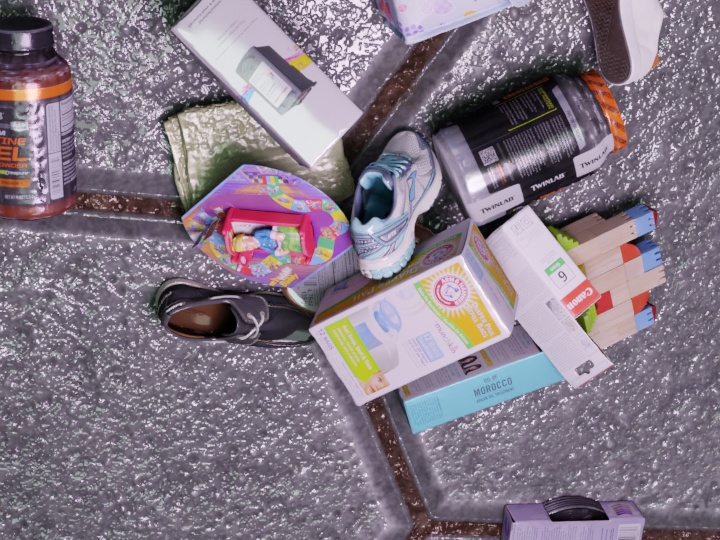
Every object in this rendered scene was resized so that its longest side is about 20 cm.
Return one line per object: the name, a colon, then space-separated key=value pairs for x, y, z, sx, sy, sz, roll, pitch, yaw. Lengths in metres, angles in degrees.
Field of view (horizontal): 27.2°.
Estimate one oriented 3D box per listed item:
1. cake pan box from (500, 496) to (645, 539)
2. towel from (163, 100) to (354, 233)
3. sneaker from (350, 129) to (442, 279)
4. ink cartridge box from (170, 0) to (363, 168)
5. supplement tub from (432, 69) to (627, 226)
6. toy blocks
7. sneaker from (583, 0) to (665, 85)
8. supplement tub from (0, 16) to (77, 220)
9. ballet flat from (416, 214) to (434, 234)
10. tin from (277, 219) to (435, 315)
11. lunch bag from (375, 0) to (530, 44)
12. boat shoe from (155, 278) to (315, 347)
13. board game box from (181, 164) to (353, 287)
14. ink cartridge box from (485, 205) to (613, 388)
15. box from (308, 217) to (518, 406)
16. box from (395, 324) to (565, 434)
cake pan box: x=0.270 y=0.395 z=1.951 sx=0.183 sy=0.052 sz=0.202 roll=-2 pitch=112 yaw=-13
towel: x=-0.112 y=-0.128 z=1.668 sx=0.198 sy=0.037 sz=0.149 roll=-12 pitch=113 yaw=-5
sneaker: x=0.036 y=-0.091 z=1.628 sx=0.077 sy=0.201 sz=0.087 roll=-4 pitch=137 yaw=22
ink cartridge box: x=-0.101 y=-0.207 z=1.553 sx=0.200 sy=0.148 sz=0.086 roll=44 pitch=90 yaw=-11
supplement tub: x=0.191 y=-0.142 z=1.675 sx=0.199 sy=0.123 sz=0.123 roll=-24 pitch=115 yaw=0
toy blocks: x=0.301 y=0.006 z=1.783 sx=0.136 sy=0.100 sz=0.201 roll=-24 pitch=121 yaw=-12
sneaker: x=0.296 y=-0.315 z=1.669 sx=0.084 sy=0.073 sz=0.202 roll=-23 pitch=111 yaw=-39
supplement tub: x=-0.356 y=-0.162 z=1.568 sx=0.106 sy=0.107 sz=0.202 roll=-3 pitch=112 yaw=-10
ballet flat: x=0.086 y=0.018 z=1.755 sx=0.075 sy=0.068 sz=0.201 roll=-27 pitch=112 yaw=-12
tin: x=0.000 y=0.000 z=1.704 sx=0.198 sy=0.042 sz=0.113 roll=0 pitch=118 yaw=12
lunch bag: x=0.106 y=-0.356 z=1.572 sx=0.199 sy=0.127 sz=0.171 roll=-20 pitch=117 yaw=-10
boat shoe: x=-0.138 y=0.061 z=1.724 sx=0.198 sy=0.068 sz=0.072 roll=10 pitch=109 yaw=-17
board game box: x=-0.105 y=-0.031 z=1.627 sx=0.158 sy=0.039 sz=0.200 roll=34 pitch=140 yaw=-21
ink cartridge box: x=0.220 y=0.032 z=1.714 sx=0.050 sy=0.109 sz=0.200 roll=-37 pitch=85 yaw=-25
box: x=0.060 y=0.045 z=1.635 sx=0.199 sy=0.102 sz=0.113 roll=-26 pitch=107 yaw=21
box: x=0.142 y=0.126 z=1.798 sx=0.199 sy=0.082 sz=0.049 roll=-19 pitch=116 yaw=-3
